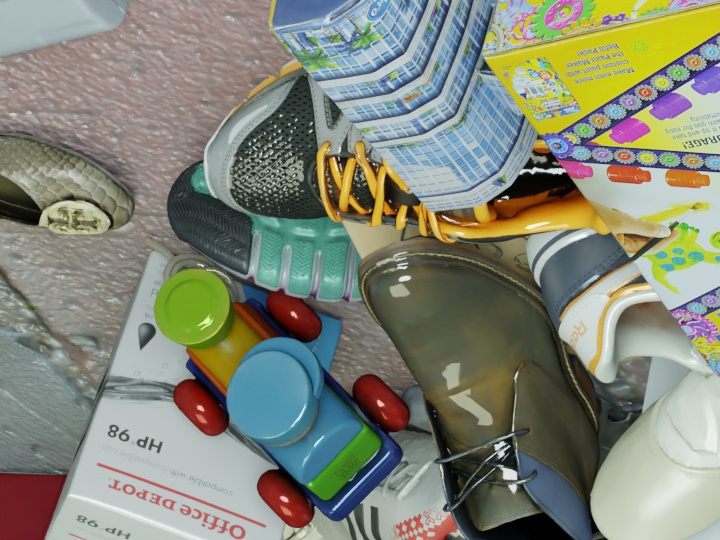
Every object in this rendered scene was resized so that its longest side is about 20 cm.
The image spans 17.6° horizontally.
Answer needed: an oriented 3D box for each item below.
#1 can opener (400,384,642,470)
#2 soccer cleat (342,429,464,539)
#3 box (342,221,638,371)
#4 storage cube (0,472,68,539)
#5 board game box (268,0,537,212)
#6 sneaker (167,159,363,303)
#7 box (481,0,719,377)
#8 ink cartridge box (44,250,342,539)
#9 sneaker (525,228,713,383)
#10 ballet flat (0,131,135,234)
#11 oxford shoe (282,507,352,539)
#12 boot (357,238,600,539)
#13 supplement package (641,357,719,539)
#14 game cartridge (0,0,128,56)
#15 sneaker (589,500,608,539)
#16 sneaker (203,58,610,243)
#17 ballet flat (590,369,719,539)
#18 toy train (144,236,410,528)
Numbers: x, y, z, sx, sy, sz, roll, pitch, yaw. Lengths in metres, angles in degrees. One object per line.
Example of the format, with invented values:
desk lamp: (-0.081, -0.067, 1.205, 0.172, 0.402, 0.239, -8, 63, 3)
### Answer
can opener: (0.094, 0.086, 1.241, 0.200, 0.054, 0.067, 23, 160, -33)
soccer cleat: (0.020, 0.118, 1.306, 0.085, 0.069, 0.200, 41, 163, -4)
box: (0.074, -0.030, 1.072, 0.163, 0.021, 0.200, -16, 127, 15)
storage cube: (-0.178, 0.247, 1.500, 0.170, 0.180, 0.200, -3, 141, 26)
board game box: (0.047, -0.134, 0.885, 0.061, 0.201, 0.200, -1, 157, 26)
sneaker: (0.000, 0.000, 1.170, 0.199, 0.075, 0.088, 12, 151, 4)
box: (0.156, -0.102, 0.842, 0.122, 0.201, 0.193, -10, 139, 32)
ink cartridge box: (-0.091, 0.102, 1.236, 0.115, 0.201, 0.067, 21, 145, -8)
sneaker: (0.179, -0.003, 1.022, 0.199, 0.080, 0.079, -17, 149, -2)
ballet flat: (-0.216, -0.049, 1.208, 0.199, 0.046, 0.067, 16, 147, 0)
oxford shoe: (-0.025, 0.161, 1.423, 0.200, 0.058, 0.075, 32, 145, -20)
boot: (0.062, 0.065, 1.053, 0.075, 0.097, 0.200, -21, 143, 22)
supplement package: (0.241, 0.118, 1.162, 0.199, 0.156, 0.111, 4, 145, 18)
game cartridge: (-0.211, -0.167, 1.049, 0.133, 0.042, 0.200, -13, 137, 30)
sneaker: (0.083, 0.164, 1.308, 0.077, 0.200, 0.082, 45, 141, 28)
sneaker: (0.029, -0.048, 0.997, 0.199, 0.077, 0.078, -6, 130, 10)
ballet flat: (0.186, 0.054, 1.087, 0.069, 0.200, 0.070, 43, 154, 27)
toy train: (-0.071, 0.030, 1.156, 0.200, 0.085, 0.116, 45, 178, 27)
